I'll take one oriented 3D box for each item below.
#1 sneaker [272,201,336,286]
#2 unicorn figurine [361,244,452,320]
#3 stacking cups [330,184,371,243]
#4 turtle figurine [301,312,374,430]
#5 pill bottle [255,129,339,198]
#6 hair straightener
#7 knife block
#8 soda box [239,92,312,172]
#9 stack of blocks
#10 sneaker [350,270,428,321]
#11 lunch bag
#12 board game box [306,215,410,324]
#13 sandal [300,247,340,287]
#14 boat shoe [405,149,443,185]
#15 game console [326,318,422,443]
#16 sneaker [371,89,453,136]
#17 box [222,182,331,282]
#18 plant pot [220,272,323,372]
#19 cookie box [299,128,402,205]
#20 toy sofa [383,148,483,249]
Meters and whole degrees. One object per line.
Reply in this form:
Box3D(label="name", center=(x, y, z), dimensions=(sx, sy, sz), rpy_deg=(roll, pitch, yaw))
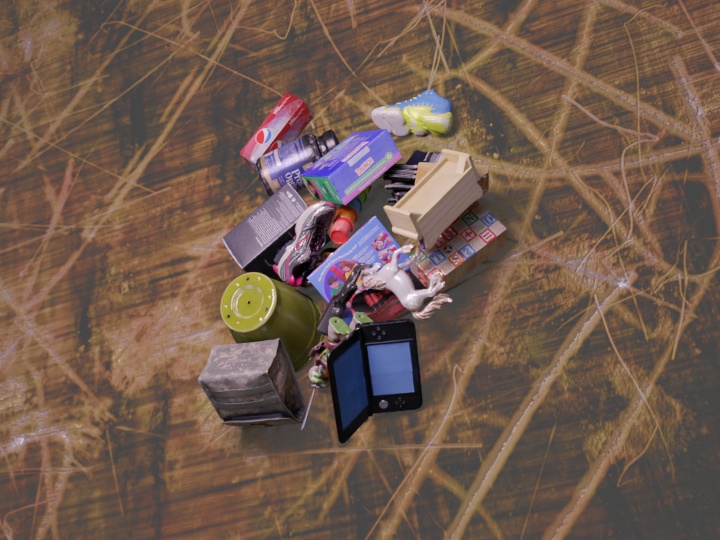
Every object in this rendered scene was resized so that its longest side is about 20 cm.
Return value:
Box3D(label="sneaker", center=(-0.107, -0.057, 1.656), dimensions=(0.075, 0.080, 0.202), rpy_deg=(44, 108, 41))
Box3D(label="unicorn figurine", center=(0.082, 0.017, 1.544), dimensions=(0.137, 0.074, 0.201), rpy_deg=(-44, 62, 13))
Box3D(label="stacking cups", center=(-0.020, -0.135, 1.712), dimensions=(0.059, 0.061, 0.202), rpy_deg=(-4, 39, 17))
Box3D(label="turtle figurine", center=(-0.032, 0.198, 1.552), dimensions=(0.141, 0.196, 0.201), rpy_deg=(13, 32, -12))
Box3D(label="pill bottle", center=(-0.140, -0.254, 1.824), dimensions=(0.197, 0.112, 0.113), rpy_deg=(-24, 61, 8))
Box3D(label="hair straightener", center=(-0.032, 0.063, 1.570), dimensions=(0.201, 0.040, 0.077), rpy_deg=(-53, 14, 30))
Box3D(label="knife block", center=(0.153, -0.194, 1.643), dimensions=(0.198, 0.064, 0.176), rpy_deg=(-35, 60, -12))
Box3D(label="soda box", center=(-0.208, -0.339, 1.911), dimensions=(0.063, 0.070, 0.201), rpy_deg=(31, 79, 29))
Box3D(label="stack of blocks", center=(0.197, -0.052, 1.621), dimensions=(0.199, 0.059, 0.115), rpy_deg=(-36, 60, -13))
Box3D(label="sneaker", center=(0.066, 0.066, 1.634), dimensions=(0.197, 0.088, 0.074), rpy_deg=(-20, 52, -17))
Box3D(label="lunch bag", center=(-0.214, 0.252, 1.576), dimensions=(0.161, 0.202, 0.119), rpy_deg=(-7, 37, 19))
Box3D(label="board game box", center=(0.000, 0.000, 1.659), dimensions=(0.199, 0.045, 0.135), rpy_deg=(-41, 95, -3))
Box3D(label="sandal", center=(-0.055, -0.028, 1.705), dimensions=(0.197, 0.055, 0.082), rpy_deg=(-28, 20, 4))
Box3D(label="boat shoe", center=(0.128, -0.183, 1.726), dimensions=(0.091, 0.075, 0.202), rpy_deg=(16, 64, 29))
Box3D(label="game console", center=(0.032, 0.213, 1.476), dimensions=(0.168, 0.204, 0.119), rpy_deg=(-6, 24, 4))
Box3D(label="sneaker", center=(0.129, -0.375, 1.816), dimensions=(0.196, 0.076, 0.106), rpy_deg=(12, 59, 16))
Box3D(label="box", center=(-0.187, -0.071, 1.737), dimensions=(0.199, 0.148, 0.105), rpy_deg=(-39, 60, -2))
Box3D(label="plant pot", center=(-0.200, 0.100, 1.638), dimensions=(0.196, 0.193, 0.204), rpy_deg=(-7, 64, 15))
Box3D(label="cookie box", center=(-0.025, -0.227, 1.680), dimensions=(0.170, 0.076, 0.199), rpy_deg=(-40, 19, -12))
Box3D(label="toy sofa", center=(0.149, -0.142, 1.534), dimensions=(0.200, 0.098, 0.082), rpy_deg=(-45, 37, -19))
